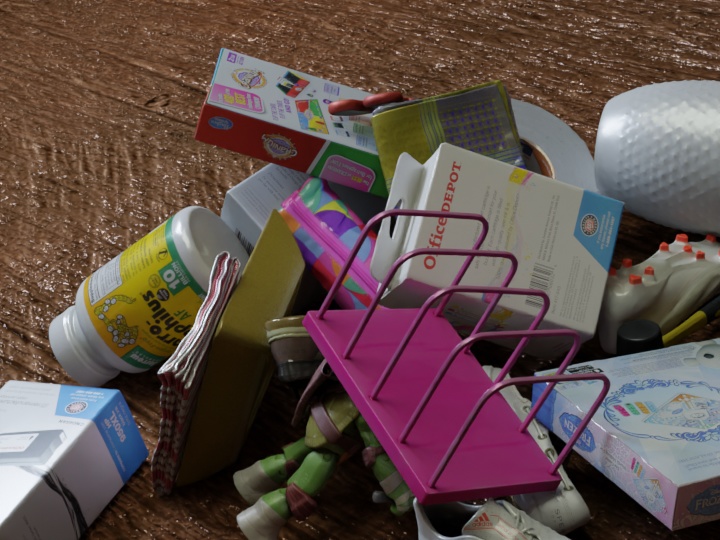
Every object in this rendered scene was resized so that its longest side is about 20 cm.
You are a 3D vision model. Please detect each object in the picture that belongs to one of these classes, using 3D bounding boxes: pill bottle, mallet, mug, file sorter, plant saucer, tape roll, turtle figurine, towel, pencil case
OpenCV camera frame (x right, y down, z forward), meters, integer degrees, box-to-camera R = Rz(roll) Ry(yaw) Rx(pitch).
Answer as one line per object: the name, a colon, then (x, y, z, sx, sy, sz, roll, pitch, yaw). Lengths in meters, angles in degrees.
pill bottle: (-0.212, 0.032, 1.712, 0.200, 0.113, 0.113, -33, 24, 21)
mallet: (0.297, 0.037, 1.519, 0.200, 0.066, 0.041, -36, 37, -29)
mug: (0.325, -0.106, 1.661, 0.175, 0.148, 0.200, 8, -3, 18)
file sorter: (0.077, 0.061, 1.326, 0.139, 0.126, 0.200, 0, 41, -38)
plant saucer: (-0.104, 0.077, 1.582, 0.048, 0.200, 0.200, 19, 37, 2)
tape roll: (0.135, -0.078, 1.699, 0.200, 0.066, 0.201, 5, 54, -7)
turtle figurine: (0.000, 0.170, 1.453, 0.194, 0.200, 0.144, -37, 58, 11)
towel: (0.097, -0.074, 1.607, 0.143, 0.201, 0.023, -11, -10, -17)
towel: (-0.151, 0.093, 1.529, 0.030, 0.200, 0.147, 19, 52, 2)
pencil case: (0.000, 0.000, 1.626, 0.200, 0.088, 0.088, 44, 58, 14)

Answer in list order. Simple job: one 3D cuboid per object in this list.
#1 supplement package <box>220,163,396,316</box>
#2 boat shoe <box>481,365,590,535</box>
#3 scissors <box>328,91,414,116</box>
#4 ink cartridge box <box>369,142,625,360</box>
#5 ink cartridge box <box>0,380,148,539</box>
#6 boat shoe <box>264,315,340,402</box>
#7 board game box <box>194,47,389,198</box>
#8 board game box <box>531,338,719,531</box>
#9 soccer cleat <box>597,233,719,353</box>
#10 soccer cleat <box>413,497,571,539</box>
supplement package: (-0.035, -0.061, 1.770, 0.200, 0.117, 0.117, -34, 72, -26)
boat shoe: (0.145, 0.148, 1.419, 0.069, 0.071, 0.200, -17, 39, 1)
scissors: (0.036, -0.164, 1.695, 0.073, 0.014, 0.200, -12, 0, 26)
ink cartridge box: (0.109, -0.018, 1.520, 0.200, 0.125, 0.129, 18, 74, -8)
ink cartridge box: (-0.313, 0.196, 1.567, 0.144, 0.084, 0.200, 2, 36, 32)
boat shoe: (-0.034, 0.093, 1.523, 0.073, 0.200, 0.065, -5, 71, 22)
board game box: (-0.054, -0.146, 1.676, 0.199, 0.040, 0.153, 17, 27, -6)
board game box: (0.271, 0.122, 1.355, 0.199, 0.043, 0.199, -9, 24, -25)
soccer cleat: (0.282, 0.019, 1.563, 0.200, 0.078, 0.069, -16, 29, -39)
soccer cleat: (0.120, 0.215, 1.297, 0.200, 0.085, 0.069, 12, 44, 43)
